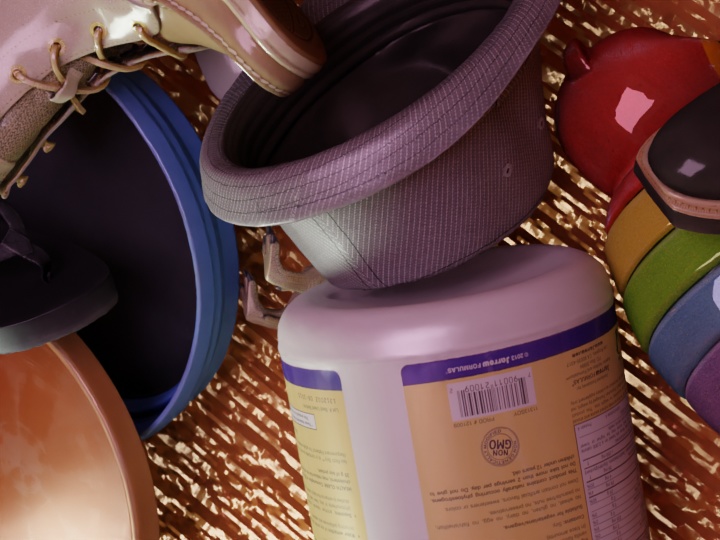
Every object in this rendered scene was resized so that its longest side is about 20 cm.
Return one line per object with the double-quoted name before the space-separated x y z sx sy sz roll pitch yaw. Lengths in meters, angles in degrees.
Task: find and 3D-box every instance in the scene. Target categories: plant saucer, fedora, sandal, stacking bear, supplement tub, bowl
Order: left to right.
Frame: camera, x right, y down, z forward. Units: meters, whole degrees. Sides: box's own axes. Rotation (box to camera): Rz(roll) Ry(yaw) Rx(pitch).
"sandal" -0.198 -0.013 1.098 0.200 0.076 0.043 21 135 35
"plant saucer" -0.170 0.097 1.150 0.200 0.032 0.201 17 118 36
"bowl" -0.137 -0.015 1.128 0.200 0.039 0.201 16 116 36
"fedora" 0.025 -0.062 1.003 0.176 0.200 0.090 -15 121 32
"supplement tub" 0.049 0.100 1.001 0.145 0.145 0.201 -5 100 26
"stacking bear" 0.153 -0.018 0.986 0.114 0.121 0.200 -41 64 23

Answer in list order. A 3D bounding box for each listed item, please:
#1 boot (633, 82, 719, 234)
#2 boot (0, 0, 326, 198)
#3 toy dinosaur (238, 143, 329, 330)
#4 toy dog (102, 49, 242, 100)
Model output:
"boot" 0.200 -0.101 0.896 0.199 0.139 0.078 -23 54 -16
"boot" -0.118 -0.090 1.017 0.200 0.072 0.155 40 94 35
"toy dinosaur" 0.000 0.000 1.069 0.101 0.058 0.201 -1 85 -17
"toy dog" -0.070 -0.182 1.110 0.132 0.096 0.201 5 105 38
